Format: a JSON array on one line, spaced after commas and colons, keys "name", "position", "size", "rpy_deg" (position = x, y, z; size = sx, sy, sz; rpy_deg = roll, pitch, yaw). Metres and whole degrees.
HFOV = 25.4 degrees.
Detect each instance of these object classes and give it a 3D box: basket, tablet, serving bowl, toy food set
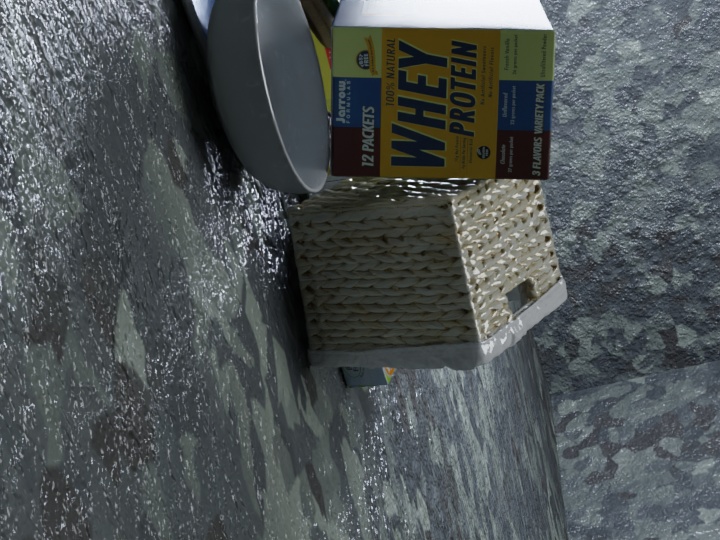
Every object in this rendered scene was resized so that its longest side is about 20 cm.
[{"name": "basket", "position": [0.065, -0.011, 1.519], "size": [0.198, 0.199, 0.162], "rpy_deg": [-31, 114, -53]}, {"name": "tablet", "position": [-0.123, -0.196, 1.423], "size": [0.130, 0.014, 0.201], "rpy_deg": [-88, 163, -55]}, {"name": "serving bowl", "position": [-0.086, -0.160, 1.363], "size": [0.200, 0.065, 0.201], "rpy_deg": [-10, 90, -77]}, {"name": "toy food set", "position": [-0.062, -0.311, 1.635], "size": [0.200, 0.049, 0.198], "rpy_deg": [57, 1, 37]}]

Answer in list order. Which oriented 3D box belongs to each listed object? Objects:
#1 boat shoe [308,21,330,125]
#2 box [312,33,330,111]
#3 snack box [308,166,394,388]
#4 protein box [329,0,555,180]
[{"name": "boat shoe", "position": [-0.053, -0.170, 1.651], "size": [0.067, 0.057, 0.201], "rpy_deg": [-90, 163, -53]}, {"name": "box", "position": [-0.030, -0.248, 1.900], "size": [0.075, 0.050, 0.201], "rpy_deg": [-39, 116, -80]}, {"name": "snack box", "position": [0.000, 0.000, 1.668], "size": [0.142, 0.053, 0.201], "rpy_deg": [-60, 138, -53]}, {"name": "protein box", "position": [0.073, -0.174, 1.478], "size": [0.200, 0.197, 0.136], "rpy_deg": [-83, 174, -72]}]
